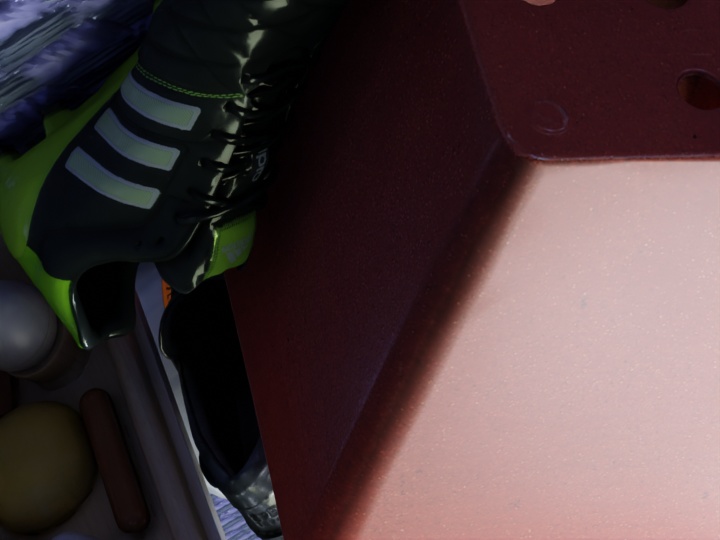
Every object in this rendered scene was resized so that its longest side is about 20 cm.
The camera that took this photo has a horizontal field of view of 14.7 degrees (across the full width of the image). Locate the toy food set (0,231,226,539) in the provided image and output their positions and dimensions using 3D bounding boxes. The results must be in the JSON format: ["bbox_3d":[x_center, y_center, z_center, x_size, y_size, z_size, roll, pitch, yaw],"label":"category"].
[{"bbox_3d":[-0.131,0.084,0.965,0.143,0.201,0.060,-33,144,14],"label":"toy food set"}]

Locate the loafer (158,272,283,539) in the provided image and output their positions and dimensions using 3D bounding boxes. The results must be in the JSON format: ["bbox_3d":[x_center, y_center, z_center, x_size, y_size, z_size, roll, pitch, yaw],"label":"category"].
[{"bbox_3d":[-0.038,0.015,0.999,0.068,0.201,0.070,-39,131,21],"label":"loafer"}]

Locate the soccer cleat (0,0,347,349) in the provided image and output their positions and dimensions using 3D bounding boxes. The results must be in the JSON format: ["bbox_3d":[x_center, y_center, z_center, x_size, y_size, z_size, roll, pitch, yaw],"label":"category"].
[{"bbox_3d":[-0.048,-0.046,0.885,0.067,0.081,0.200,-20,166,-44],"label":"soccer cleat"}]

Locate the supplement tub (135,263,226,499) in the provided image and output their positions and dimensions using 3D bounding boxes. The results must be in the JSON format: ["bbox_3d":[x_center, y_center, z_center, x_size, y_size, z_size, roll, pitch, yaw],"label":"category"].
[{"bbox_3d":[0.000,0.000,1.132,0.200,0.123,0.122,-38,168,34],"label":"supplement tub"}]

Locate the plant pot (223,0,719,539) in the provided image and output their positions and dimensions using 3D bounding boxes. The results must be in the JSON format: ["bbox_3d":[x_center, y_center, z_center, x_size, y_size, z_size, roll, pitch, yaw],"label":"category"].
[{"bbox_3d":[0.072,-0.033,0.907,0.198,0.201,0.177,-2,142,-18],"label":"plant pot"}]
